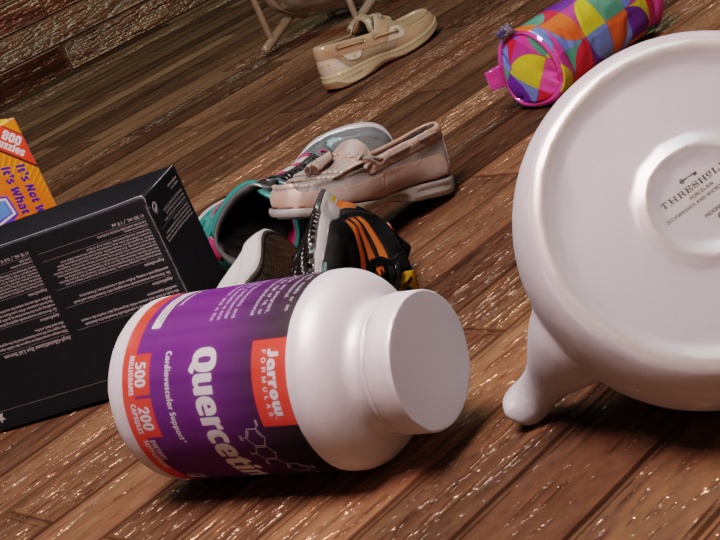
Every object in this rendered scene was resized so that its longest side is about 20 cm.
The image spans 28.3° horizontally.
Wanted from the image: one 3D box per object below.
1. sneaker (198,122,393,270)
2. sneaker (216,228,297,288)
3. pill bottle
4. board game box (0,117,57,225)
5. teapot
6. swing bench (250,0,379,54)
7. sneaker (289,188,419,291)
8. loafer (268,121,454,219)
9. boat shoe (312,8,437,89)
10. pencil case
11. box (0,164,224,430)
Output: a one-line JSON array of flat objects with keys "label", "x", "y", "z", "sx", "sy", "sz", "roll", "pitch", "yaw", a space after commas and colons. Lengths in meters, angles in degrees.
[{"label": "sneaker", "x": -0.052, "y": -0.060, "z": 1.208, "sx": 0.200, "sy": 0.084, "sz": 0.121, "roll": -32, "pitch": 14, "yaw": -2}, {"label": "sneaker", "x": -0.084, "y": 0.028, "z": 1.026, "sx": 0.085, "sy": 0.073, "sz": 0.200, "roll": -39, "pitch": 3, "yaw": 17}, {"label": "pill bottle", "x": -0.042, "y": 0.060, "z": 0.815, "sx": 0.200, "sy": 0.113, "sz": 0.112, "roll": -9, "pitch": 22, "yaw": 37}, {"label": "board game box", "x": -0.380, "y": 0.003, "z": 1.240, "sx": 0.200, "sy": 0.200, "sz": 0.200, "roll": -34, "pitch": 22, "yaw": -31}, {"label": "teapot", "x": 0.175, "y": -0.018, "z": 0.725, "sx": 0.199, "sy": 0.198, "sz": 0.146, "roll": 4, "pitch": -13, "yaw": 13}, {"label": "swing bench", "x": -0.050, "y": -0.444, "z": 2.222, "sx": 0.199, "sy": 0.130, "sz": 0.200, "roll": -7, "pitch": 24, "yaw": 41}, {"label": "sneaker", "x": 0.000, "y": 0.000, "z": 0.985, "sx": 0.090, "sy": 0.070, "sz": 0.200, "roll": 20, "pitch": 18, "yaw": -5}, {"label": "loafer", "x": 0.000, "y": -0.082, "z": 1.152, "sx": 0.072, "sy": 0.063, "sz": 0.200, "roll": 4, "pitch": 11, "yaw": 42}, {"label": "boat shoe", "x": 0.022, "y": -0.300, "z": 1.831, "sx": 0.200, "sy": 0.065, "sz": 0.071, "roll": -36, "pitch": 22, "yaw": -35}, {"label": "pencil case", "x": 0.211, "y": -0.231, "z": 1.385, "sx": 0.200, "sy": 0.089, "sz": 0.088, "roll": -34, "pitch": 21, "yaw": -36}, {"label": "box", "x": -0.209, "y": 0.023, "z": 1.077, "sx": 0.200, "sy": 0.141, "sz": 0.079, "roll": -17, "pitch": 17, "yaw": 18}]
